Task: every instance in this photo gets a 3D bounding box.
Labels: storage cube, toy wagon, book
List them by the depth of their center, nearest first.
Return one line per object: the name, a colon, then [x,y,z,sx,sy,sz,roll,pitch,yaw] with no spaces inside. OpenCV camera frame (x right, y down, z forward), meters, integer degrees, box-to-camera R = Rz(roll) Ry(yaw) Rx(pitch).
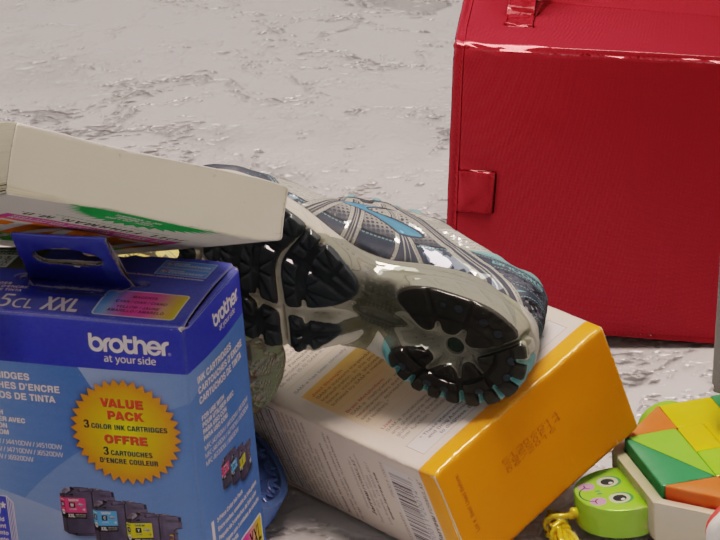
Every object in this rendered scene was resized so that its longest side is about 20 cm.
book: [-0.135,-0.036,1.396,0.133,0.048,0.200,11,-7,-24]
toy wagon: [0.189,0.105,1.492,0.200,0.040,0.155,-9,23,-12]
storage cube: [0.145,-0.074,1.730,0.180,0.200,0.171,5,23,4]

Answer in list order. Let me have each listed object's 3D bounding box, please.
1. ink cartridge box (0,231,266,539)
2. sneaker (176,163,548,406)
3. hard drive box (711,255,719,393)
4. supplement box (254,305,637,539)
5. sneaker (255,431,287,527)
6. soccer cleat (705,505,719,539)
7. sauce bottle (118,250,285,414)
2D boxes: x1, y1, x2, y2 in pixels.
ink cartridge box: [-0.127,0.066,1.427,0.136,0.200,0.076,4,24,18]
sneaker: [0.000,0.000,1.469,0.200,0.078,0.086,26,32,8]
hard drive box: [0.297,0.034,1.457,0.200,0.077,0.156,1,7,-21]
supplement box: [0.025,0.064,1.530,0.126,0.074,0.200,-40,38,-23]
sneaker: [-0.129,0.093,1.550,0.200,0.078,0.070,31,33,20]
soccer cleat: [0.261,0.126,1.385,0.200,0.069,0.085,-2,52,-14]
sauce bottle: [-0.110,0.013,1.556,0.065,0.065,0.200,-16,29,-26]
